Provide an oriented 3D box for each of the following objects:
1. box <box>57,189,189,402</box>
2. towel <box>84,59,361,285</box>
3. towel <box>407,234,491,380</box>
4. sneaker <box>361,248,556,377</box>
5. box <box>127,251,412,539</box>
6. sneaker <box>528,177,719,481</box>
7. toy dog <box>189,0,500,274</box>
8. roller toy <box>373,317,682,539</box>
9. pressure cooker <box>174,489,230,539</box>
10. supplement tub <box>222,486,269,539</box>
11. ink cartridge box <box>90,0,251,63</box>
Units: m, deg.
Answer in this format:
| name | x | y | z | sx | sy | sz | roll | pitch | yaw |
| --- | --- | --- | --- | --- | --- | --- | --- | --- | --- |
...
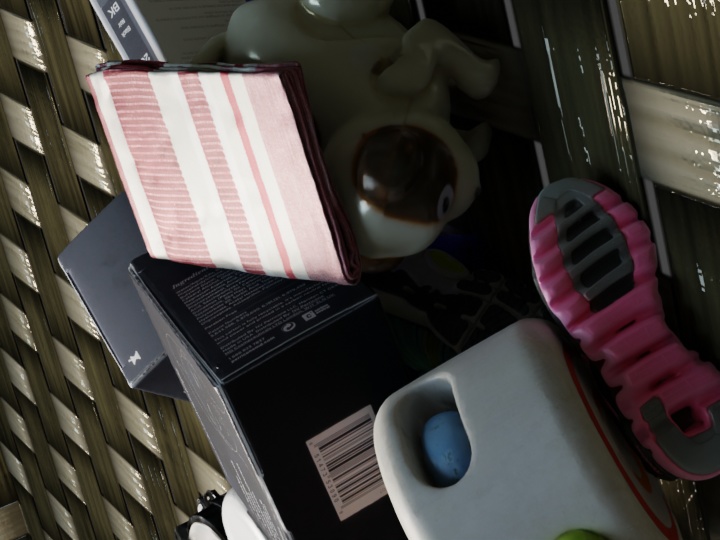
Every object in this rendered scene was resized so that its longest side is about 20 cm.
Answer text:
| name | x | y | z | sx | sy | sz | roll | pitch | yaw |
| --- | --- | --- | --- | --- | --- | --- | --- | --- | --- |
| box | -0.137 | 0.028 | 1.741 | 0.148 | 0.104 | 0.200 | 56 | -162 | 27 |
| towel | -0.088 | -0.064 | 1.292 | 0.199 | 0.023 | 0.145 | 7 | 122 | 46 |
| towel | 0.019 | 0.033 | 1.490 | 0.199 | 0.050 | 0.148 | 4 | 123 | 37 |
| sneaker | 0.064 | 0.039 | 1.379 | 0.199 | 0.077 | 0.080 | 32 | 145 | 29 |
| box | -0.044 | 0.084 | 1.377 | 0.197 | 0.123 | 0.201 | 42 | 158 | 57 |
| sneaker | 0.156 | 0.041 | 1.232 | 0.095 | 0.079 | 0.201 | 101 | 145 | -74 |
| toy dog | 0.002 | -0.100 | 1.304 | 0.201 | 0.193 | 0.140 | 62 | 147 | 32 |
| roller toy | 0.097 | 0.135 | 1.235 | 0.183 | 0.139 | 0.200 | 61 | -169 | 6 |
| pressure cooker | -0.054 | 0.246 | 1.664 | 0.176 | 0.199 | 0.180 | -13 | 99 | 67 |
| supplement tub | 0.007 | 0.178 | 1.533 | 0.123 | 0.199 | 0.123 | 52 | 157 | 33 |
| ink cartridge box | -0.067 | -0.133 | 1.423 | 0.043 | 0.197 | 0.201 | -47 | 64 | 38 |
